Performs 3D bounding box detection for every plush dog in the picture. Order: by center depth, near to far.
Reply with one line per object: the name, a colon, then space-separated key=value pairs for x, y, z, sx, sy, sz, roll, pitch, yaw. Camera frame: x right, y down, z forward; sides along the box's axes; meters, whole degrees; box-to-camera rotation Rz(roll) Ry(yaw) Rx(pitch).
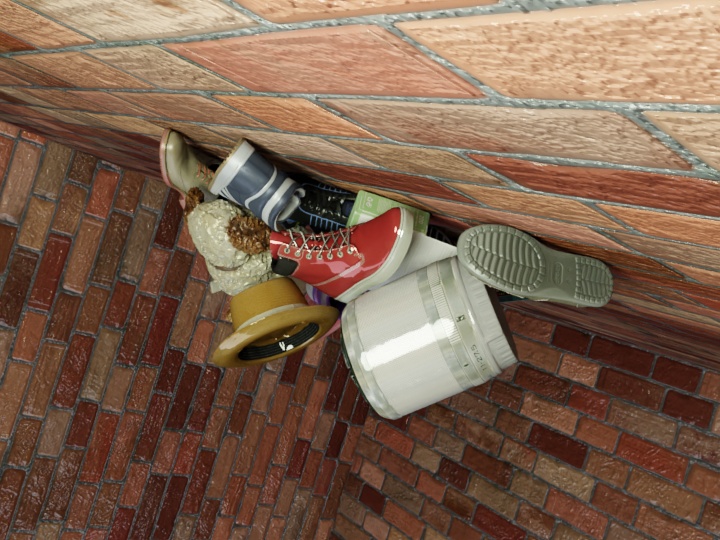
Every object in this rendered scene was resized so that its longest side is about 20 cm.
plush dog: x=-0.180 y=-0.034 z=1.124 sx=0.197 sy=0.162 sz=0.173 roll=20 pitch=157 yaw=32

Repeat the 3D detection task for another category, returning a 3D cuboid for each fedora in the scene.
fedora: x=-0.122 y=0.064 z=1.084 sx=0.196 sy=0.083 sz=0.201 roll=-20 pitch=164 yaw=-6

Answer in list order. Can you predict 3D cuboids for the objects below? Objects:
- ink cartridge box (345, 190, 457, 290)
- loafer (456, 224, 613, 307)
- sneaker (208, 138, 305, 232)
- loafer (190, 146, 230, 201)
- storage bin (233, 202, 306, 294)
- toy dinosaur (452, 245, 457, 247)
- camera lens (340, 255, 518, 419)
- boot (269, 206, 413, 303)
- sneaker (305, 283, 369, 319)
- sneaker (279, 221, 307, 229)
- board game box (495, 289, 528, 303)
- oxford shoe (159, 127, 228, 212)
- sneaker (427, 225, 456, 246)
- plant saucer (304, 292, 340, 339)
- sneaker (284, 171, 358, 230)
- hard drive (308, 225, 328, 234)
ink cartridge box: x=0.069 y=-0.016 z=1.093 sx=0.195 sy=0.049 sz=0.147 roll=17 pitch=140 yaw=-5
loafer: x=0.198 y=0.005 z=0.942 sx=0.195 sy=0.077 sz=0.070 roll=19 pitch=164 yaw=-11
sneaker: x=-0.135 y=-0.104 z=1.035 sx=0.108 sy=0.071 sz=0.200 roll=38 pitch=173 yaw=-10
loafer: x=-0.247 y=-0.151 z=1.340 sx=0.069 sy=0.071 sz=0.200 roll=27 pitch=-179 yaw=17
storage bin: x=-0.164 y=-0.029 z=1.453 sx=0.199 sy=0.093 sz=0.200 roll=48 pitch=157 yaw=4
toy dinosaur: x=0.154 y=-0.008 z=1.130 sx=0.195 sy=0.103 sz=0.059 roll=12 pitch=-143 yaw=15
camera lens: x=0.082 y=0.083 z=1.010 sx=0.196 sy=0.163 sz=0.160 roll=-24 pitch=168 yaw=12
boot: x=-0.033 y=-0.033 z=1.002 sx=0.142 sy=0.074 sz=0.200 roll=22 pitch=144 yaw=-23
sneaker: x=0.000 y=0.000 z=1.236 sx=0.080 sy=0.200 sz=0.089 roll=33 pitch=-160 yaw=-32
sneaker: x=-0.140 y=-0.122 z=1.254 sx=0.076 sy=0.076 sz=0.199 roll=31 pitch=177 yaw=33
board game box: x=0.180 y=0.029 z=1.311 sx=0.195 sy=0.048 sz=0.150 roll=-5 pitch=-178 yaw=-25
oxford shoe: x=-0.243 y=-0.145 z=1.189 sx=0.073 sy=0.072 sz=0.201 roll=6 pitch=159 yaw=9
sneaker: x=0.109 y=-0.034 z=1.254 sx=0.079 sy=0.075 sz=0.199 roll=14 pitch=-170 yaw=-31
plant saucer: x=-0.040 y=0.043 z=1.445 sx=0.051 sy=0.201 sz=0.200 roll=46 pitch=-173 yaw=16
sneaker: x=-0.045 y=-0.092 z=1.122 sx=0.197 sy=0.072 sz=0.077 roll=19 pitch=166 yaw=-35
hard drive: x=-0.018 y=-0.058 z=1.373 sx=0.137 sy=0.038 sz=0.200 roll=19 pitch=-163 yaw=-29
